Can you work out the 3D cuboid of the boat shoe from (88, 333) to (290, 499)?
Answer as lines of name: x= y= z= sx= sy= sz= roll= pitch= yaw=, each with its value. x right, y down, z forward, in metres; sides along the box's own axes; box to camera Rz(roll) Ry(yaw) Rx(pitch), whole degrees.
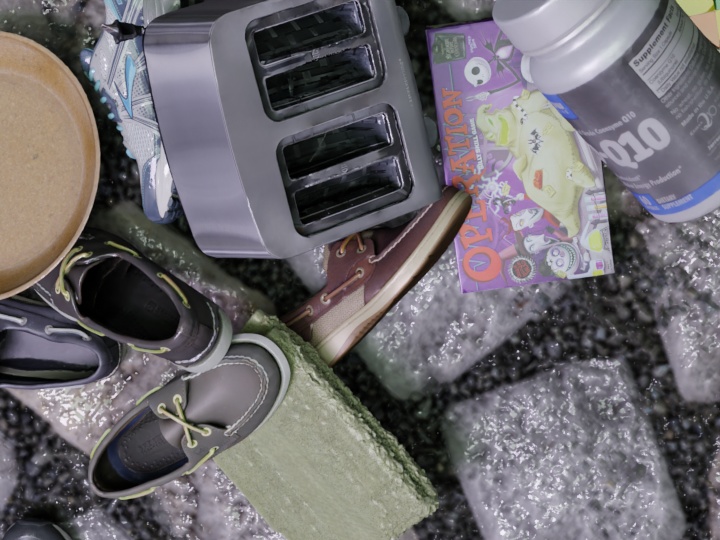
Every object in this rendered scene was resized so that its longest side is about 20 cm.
boat shoe: x=-0.129 y=0.113 z=1.534 sx=0.201 sy=0.060 sz=0.072 roll=-35 pitch=93 yaw=38

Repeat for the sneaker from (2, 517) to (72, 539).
sneaker: x=-0.251 y=0.294 z=1.610 sx=0.074 sy=0.085 sz=0.202 roll=0 pitch=103 yaw=2

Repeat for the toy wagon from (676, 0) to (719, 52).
toy wagon: x=0.267 y=-0.259 z=1.486 sx=0.154 sy=0.040 sz=0.202 roll=-11 pitch=102 yaw=4

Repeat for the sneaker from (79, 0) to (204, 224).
sneaker: x=-0.159 y=-0.135 z=1.524 sx=0.085 sy=0.078 sz=0.202 roll=1 pitch=96 yaw=14

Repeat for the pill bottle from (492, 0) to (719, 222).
pill bottle: x=0.191 y=-0.139 z=1.458 sx=0.114 sy=0.114 sz=0.200 roll=-41 pitch=112 yaw=10

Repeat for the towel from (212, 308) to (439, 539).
towel: x=-0.043 y=0.133 z=1.559 sx=0.200 sy=0.036 sz=0.148 roll=47 pitch=131 yaw=-2

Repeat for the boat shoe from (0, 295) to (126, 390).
boat shoe: x=-0.279 y=0.054 z=1.567 sx=0.198 sy=0.063 sz=0.073 roll=6 pitch=103 yaw=1

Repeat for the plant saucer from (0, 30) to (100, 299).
plant saucer: x=-0.276 y=-0.075 z=1.525 sx=0.198 sy=0.035 sz=0.202 roll=-2 pitch=84 yaw=18

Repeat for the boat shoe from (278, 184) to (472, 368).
boat shoe: x=0.000 y=0.000 z=1.538 sx=0.072 sy=0.072 sz=0.200 roll=45 pitch=116 yaw=4

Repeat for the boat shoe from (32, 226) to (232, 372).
boat shoe: x=-0.183 y=0.010 z=1.510 sx=0.200 sy=0.061 sz=0.072 roll=24 pitch=86 yaw=30

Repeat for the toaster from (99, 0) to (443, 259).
toaster: x=-0.052 y=-0.113 z=1.454 sx=0.199 sy=0.118 sz=0.183 roll=-20 pitch=103 yaw=-28

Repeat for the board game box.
board game box: x=0.119 y=-0.089 z=1.538 sx=0.119 sy=0.032 sz=0.202 roll=-7 pitch=103 yaw=8
